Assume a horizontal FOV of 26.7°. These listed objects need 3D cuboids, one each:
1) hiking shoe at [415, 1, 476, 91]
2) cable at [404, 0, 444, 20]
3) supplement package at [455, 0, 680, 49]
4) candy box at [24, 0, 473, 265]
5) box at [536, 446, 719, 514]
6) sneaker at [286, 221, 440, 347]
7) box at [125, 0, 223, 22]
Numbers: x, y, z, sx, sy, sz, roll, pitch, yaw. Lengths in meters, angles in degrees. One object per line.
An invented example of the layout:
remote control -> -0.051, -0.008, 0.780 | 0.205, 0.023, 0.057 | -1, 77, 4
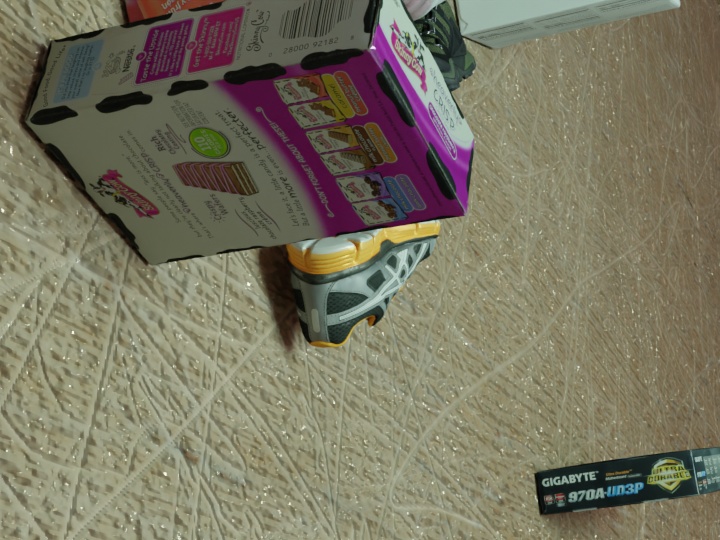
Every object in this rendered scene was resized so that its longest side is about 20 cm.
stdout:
hiking shoe -> 0.039, -0.190, 1.256 | 0.200, 0.075, 0.101 | -51, 119, -72
cable -> 0.006, -0.267, 1.042 | 0.069, 0.200, 0.201 | -39, 155, -25
supplement package -> 0.196, -0.321, 1.491 | 0.111, 0.199, 0.157 | 1, 80, -67
candy box -> -0.055, -0.076, 0.804 | 0.137, 0.199, 0.061 | 56, 34, -47
box -> 0.283, 0.212, 1.541 | 0.200, 0.158, 0.046 | 11, 70, -65
sneaker -> 0.000, 0.000, 1.082 | 0.200, 0.078, 0.078 | -21, 114, -63
box -> -0.054, -0.137, 0.967 | 0.200, 0.094, 0.103 | -21, 100, -66
